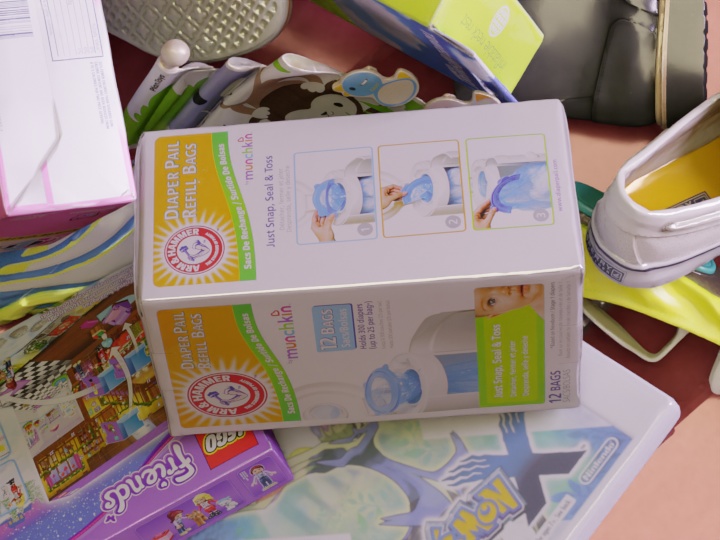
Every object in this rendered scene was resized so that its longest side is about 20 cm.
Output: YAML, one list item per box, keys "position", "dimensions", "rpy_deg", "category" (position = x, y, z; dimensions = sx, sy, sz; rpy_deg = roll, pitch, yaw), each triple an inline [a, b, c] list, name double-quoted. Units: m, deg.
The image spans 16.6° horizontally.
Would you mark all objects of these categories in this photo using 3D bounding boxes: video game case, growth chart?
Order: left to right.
- position: [-0.019, -0.065, 1.196]
  dimensions: [0.199, 0.145, 0.018]
  rpy_deg: [13, 64, -11]
  category: "growth chart"
- position: [0.024, 0.098, 1.190]
  dimensions: [0.182, 0.022, 0.200]
  rpy_deg: [33, 79, 29]
  category: "video game case"

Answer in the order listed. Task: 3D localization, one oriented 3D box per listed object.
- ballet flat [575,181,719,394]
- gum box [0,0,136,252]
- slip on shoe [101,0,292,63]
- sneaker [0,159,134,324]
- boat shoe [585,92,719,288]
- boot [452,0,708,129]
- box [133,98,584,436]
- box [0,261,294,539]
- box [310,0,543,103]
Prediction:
- position: [0.174, 0.023, 1.235]
  dimensions: [0.199, 0.067, 0.067]
  rpy_deg: [25, 107, 7]
  category: "ballet flat"
- position: [-0.171, -0.115, 1.154]
  dimensions: [0.066, 0.113, 0.201]
  rpy_deg: [-8, 84, -28]
  category: "gum box"
- position: [-0.108, -0.147, 1.213]
  dimensions: [0.200, 0.061, 0.074]
  rpy_deg: [10, 118, 40]
  category: "slip on shoe"
- position: [-0.189, -0.009, 1.224]
  dimensions: [0.199, 0.105, 0.076]
  rpy_deg: [-19, 85, 1]
  category: "sneaker"
- position: [0.196, -0.064, 1.203]
  dimensions: [0.200, 0.070, 0.071]
  rpy_deg: [-27, 64, -21]
  category: "boat shoe"
- position: [0.104, -0.171, 1.247]
  dimensions: [0.138, 0.077, 0.201]
  rpy_deg: [-1, 81, 10]
  category: "boot"
- position: [0.000, 0.000, 1.149]
  dimensions: [0.199, 0.113, 0.102]
  rpy_deg: [-4, 53, 1]
  category: "box"
- position: [-0.149, 0.090, 1.216]
  dimensions: [0.200, 0.039, 0.137]
  rpy_deg: [-28, 56, 1]
  category: "box"
- position: [0.001, -0.146, 1.192]
  dimensions: [0.200, 0.122, 0.048]
  rpy_deg: [31, 89, 24]
  category: "box"
